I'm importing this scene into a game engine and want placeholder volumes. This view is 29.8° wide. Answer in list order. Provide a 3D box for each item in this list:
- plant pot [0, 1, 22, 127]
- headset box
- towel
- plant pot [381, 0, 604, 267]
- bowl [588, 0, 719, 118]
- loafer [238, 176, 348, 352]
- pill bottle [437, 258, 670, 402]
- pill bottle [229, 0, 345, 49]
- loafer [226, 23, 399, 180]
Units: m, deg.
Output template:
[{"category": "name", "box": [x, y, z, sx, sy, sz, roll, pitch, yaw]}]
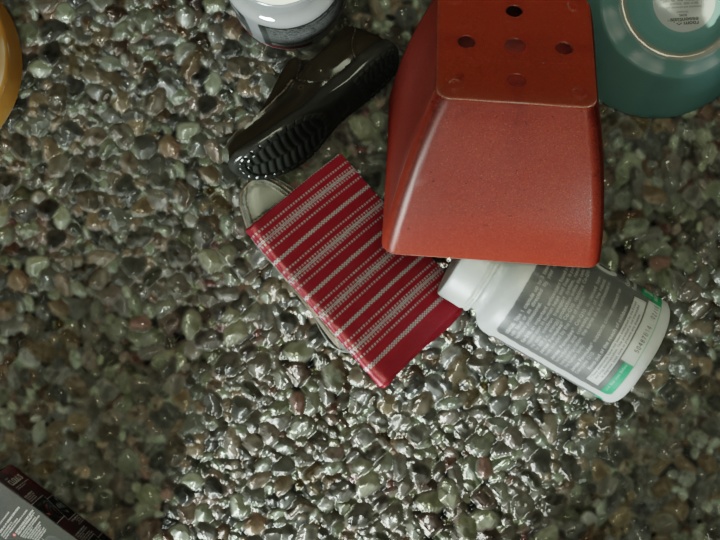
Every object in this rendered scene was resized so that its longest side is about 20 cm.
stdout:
[{"category": "plant pot", "box": [-0.431, -0.202, 1.243, 0.200, 0.183, 0.201, 0, 91, -1]}, {"category": "headset box", "box": [-0.328, 0.296, 1.306, 0.200, 0.075, 0.149, 36, 90, -1]}, {"category": "towel", "box": [0.000, 0.000, 1.295, 0.200, 0.022, 0.145, 49, 54, -2]}, {"category": "plant pot", "box": [0.126, -0.139, 1.212, 0.199, 0.176, 0.200, 4, 55, 0]}, {"category": "bowl", "box": [0.293, -0.251, 1.290, 0.200, 0.105, 0.201, 0, 90, 0]}, {"category": "loafer", "box": [-0.049, -0.009, 1.310, 0.072, 0.063, 0.200, -34, 91, -1]}, {"category": "pill bottle", "box": [0.182, 0.031, 1.288, 0.200, 0.113, 0.113, 30, 91, -2]}, {"category": "pill bottle", "box": [-0.069, -0.272, 1.237, 0.114, 0.200, 0.114, 0, 91, -1]}, {"category": "loafer", "box": [-0.055, -0.164, 1.310, 0.200, 0.073, 0.071, -39, 63, -12]}]
